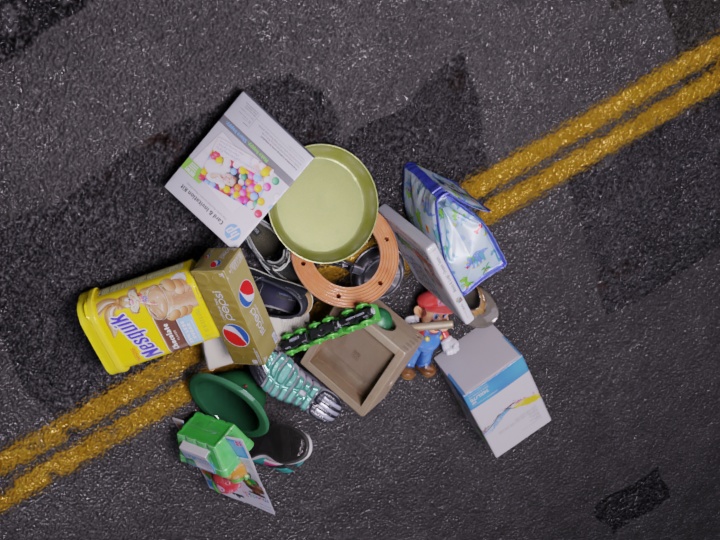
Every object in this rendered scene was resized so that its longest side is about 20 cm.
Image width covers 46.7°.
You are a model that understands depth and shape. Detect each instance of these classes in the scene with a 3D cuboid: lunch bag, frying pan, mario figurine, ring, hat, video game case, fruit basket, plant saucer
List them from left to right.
[{"bbox_3d":[-0.260,0.369,1.558,0.094,0.183,0.203,-42,130,-41],"label":"fruit basket"},{"bbox_3d":[-0.202,0.197,1.566,0.177,0.163,0.202,-59,141,-37],"label":"hat"},{"bbox_3d":[-0.066,-0.113,1.427,0.196,0.031,0.204,1,88,-19],"label":"plant saucer"},{"bbox_3d":[-0.028,-0.032,1.461,0.197,0.019,0.204,6,71,-17],"label":"ring"},{"bbox_3d":[0.012,-0.012,1.554,0.115,0.031,0.189,-47,126,5],"label":"frying pan"},{"bbox_3d":[0.115,-0.014,1.489,0.024,0.200,0.183,-35,124,-6],"label":"video game case"},{"bbox_3d":[0.137,0.130,1.624,0.123,0.105,0.203,-40,149,-55],"label":"mario figurine"},{"bbox_3d":[0.154,-0.089,1.485,0.127,0.170,0.201,-36,122,-1],"label":"lunch bag"}]

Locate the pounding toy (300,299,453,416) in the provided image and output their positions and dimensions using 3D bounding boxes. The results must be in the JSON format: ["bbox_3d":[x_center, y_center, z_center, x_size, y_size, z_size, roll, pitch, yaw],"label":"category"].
[{"bbox_3d":[0.032,0.133,1.532,0.202,0.183,0.142,-58,166,24],"label":"pounding toy"}]

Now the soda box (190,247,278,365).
[{"bbox_3d":[-0.205,0.061,1.379,0.067,0.064,0.202,-1,126,25],"label":"soda box"}]

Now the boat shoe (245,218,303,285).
[{"bbox_3d":[-0.151,-0.029,1.450,0.072,0.071,0.200,-43,123,4],"label":"boat shoe"}]

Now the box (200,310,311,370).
[{"bbox_3d":[-0.191,0.105,1.505,0.196,0.069,0.083,-13,121,-15],"label":"box"}]

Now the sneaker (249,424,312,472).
[{"bbox_3d":[-0.137,0.344,1.602,0.120,0.198,0.085,20,69,-45],"label":"sneaker"}]

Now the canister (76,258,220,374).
[{"bbox_3d":[-0.347,0.076,1.389,0.197,0.087,0.150,-18,121,2],"label":"canister"}]

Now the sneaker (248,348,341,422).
[{"bbox_3d":[-0.126,0.202,1.516,0.199,0.087,0.075,40,89,-14],"label":"sneaker"}]

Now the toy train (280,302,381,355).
[{"bbox_3d":[-0.052,0.103,1.451,0.198,0.042,0.056,-23,164,26],"label":"toy train"}]

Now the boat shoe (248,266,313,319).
[{"bbox_3d":[-0.181,0.040,1.444,0.196,0.062,0.076,13,105,4],"label":"boat shoe"}]

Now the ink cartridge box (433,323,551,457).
[{"bbox_3d":[0.273,0.244,1.721,0.145,0.147,0.201,-33,123,-4],"label":"ink cartridge box"}]

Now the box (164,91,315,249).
[{"bbox_3d":[-0.194,-0.160,1.346,0.156,0.041,0.200,42,98,-5],"label":"box"}]

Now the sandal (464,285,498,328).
[{"bbox_3d":[0.215,0.049,1.650,0.081,0.055,0.201,-36,123,-1],"label":"sandal"}]
